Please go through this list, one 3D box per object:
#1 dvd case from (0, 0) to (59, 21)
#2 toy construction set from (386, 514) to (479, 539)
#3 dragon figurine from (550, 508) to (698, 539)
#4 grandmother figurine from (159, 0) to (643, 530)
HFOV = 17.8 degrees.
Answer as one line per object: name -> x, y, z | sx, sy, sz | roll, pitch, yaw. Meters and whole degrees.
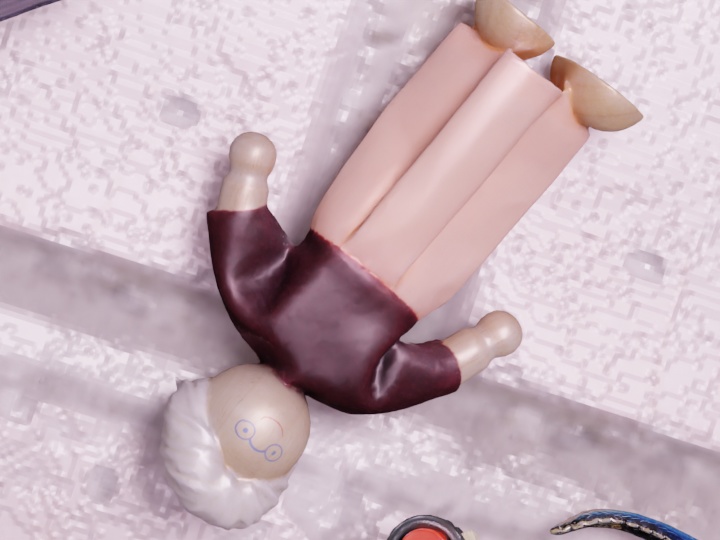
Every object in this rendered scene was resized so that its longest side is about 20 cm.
dvd case -> -0.170, -0.160, 0.691 | 0.148, 0.016, 0.201 | -20, 105, -6
toy construction set -> 0.012, 0.162, 0.789 | 0.199, 0.092, 0.132 | -21, 77, -11
dragon figurine -> 0.160, 0.145, 0.800 | 0.200, 0.099, 0.059 | 44, 92, -12
grandmother figurine -> 0.000, 0.000, 0.778 | 0.121, 0.061, 0.200 | 37, 91, -3
